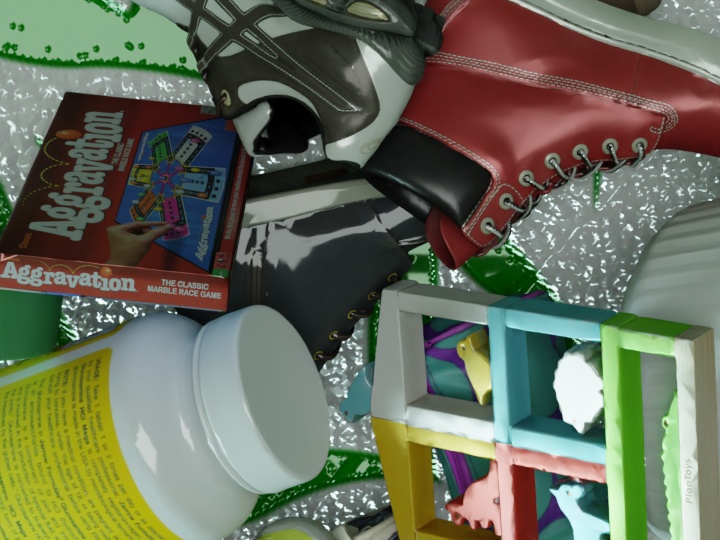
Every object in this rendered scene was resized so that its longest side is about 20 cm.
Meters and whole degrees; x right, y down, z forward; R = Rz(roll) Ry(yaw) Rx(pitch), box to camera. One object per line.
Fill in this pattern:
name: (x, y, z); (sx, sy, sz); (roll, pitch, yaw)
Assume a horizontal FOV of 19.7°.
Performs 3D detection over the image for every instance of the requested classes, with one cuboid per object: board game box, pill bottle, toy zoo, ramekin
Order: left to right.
pill bottle: (-0.119, 0.087, 0.995); (0.199, 0.112, 0.113); (-20, 95, 24)
board game box: (-0.104, -0.037, 0.973); (0.102, 0.200, 0.020); (5, 115, -1)
toy zoo: (0.073, 0.077, 0.959); (0.199, 0.020, 0.133); (8, 111, 37)
ramekin: (0.196, 0.055, 0.990); (0.093, 0.202, 0.205); (-2, 96, 33)

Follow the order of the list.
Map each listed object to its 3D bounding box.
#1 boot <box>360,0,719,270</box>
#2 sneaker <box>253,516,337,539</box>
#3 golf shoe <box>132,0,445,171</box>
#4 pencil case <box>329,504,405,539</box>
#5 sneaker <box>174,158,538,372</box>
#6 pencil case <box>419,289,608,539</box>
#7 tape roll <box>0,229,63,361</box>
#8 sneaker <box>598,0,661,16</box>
boot: (0.107, -0.050, 0.976); (0.198, 0.072, 0.145); (21, 74, 3)
sneaker: (-0.069, 0.209, 0.990); (0.075, 0.076, 0.201); (32, 97, 17)
golf shoe: (-0.056, -0.107, 0.984); (0.199, 0.077, 0.095); (21, 90, 41)
pencil case: (0.025, 0.216, 1.048); (0.077, 0.089, 0.202); (-21, 94, 3)
sneaker: (0.000, 0.000, 1.047); (0.198, 0.075, 0.107); (-9, 105, 2)
pencil case: (0.080, 0.114, 1.041); (0.092, 0.085, 0.202); (-19, 94, -30)
tape roll: (-0.238, 0.002, 0.971); (0.198, 0.200, 0.049); (8, 96, -1)
sneaker: (0.070, -0.198, 1.024); (0.075, 0.070, 0.201); (-32, 94, 3)
